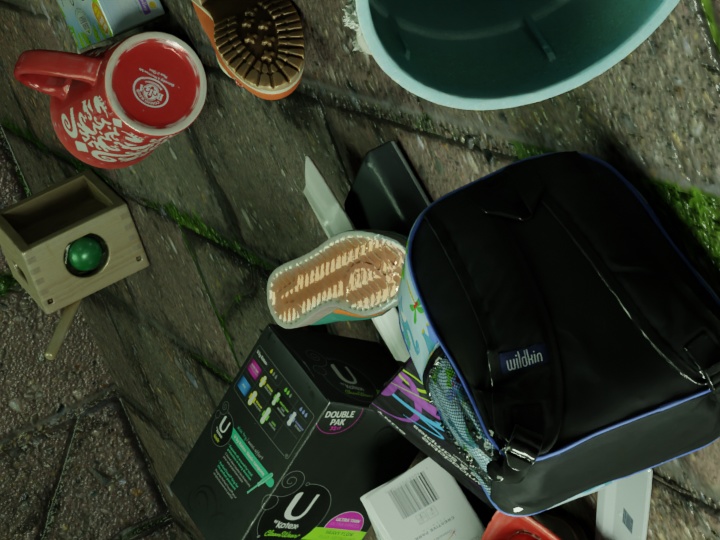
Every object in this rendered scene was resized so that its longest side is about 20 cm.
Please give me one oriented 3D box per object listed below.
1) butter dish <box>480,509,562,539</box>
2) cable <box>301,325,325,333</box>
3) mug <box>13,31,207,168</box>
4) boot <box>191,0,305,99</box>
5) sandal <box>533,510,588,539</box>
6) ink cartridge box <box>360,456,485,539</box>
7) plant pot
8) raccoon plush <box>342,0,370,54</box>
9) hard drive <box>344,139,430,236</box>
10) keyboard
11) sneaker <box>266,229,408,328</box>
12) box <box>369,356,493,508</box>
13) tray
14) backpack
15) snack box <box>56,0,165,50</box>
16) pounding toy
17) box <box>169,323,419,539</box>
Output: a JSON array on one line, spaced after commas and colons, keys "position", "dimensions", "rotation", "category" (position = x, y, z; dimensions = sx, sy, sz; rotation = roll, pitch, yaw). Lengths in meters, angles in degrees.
[{"position": [0.136, 0.318, 1.734], "dimensions": [0.200, 0.148, 0.200], "rotation": [38, 145, 16], "category": "butter dish"}, {"position": [-0.052, 0.112, 2.303], "dimensions": [0.097, 0.050, 0.200], "rotation": [57, 162, 26], "category": "cable"}, {"position": [-0.258, -0.178, 2.295], "dimensions": [0.200, 0.177, 0.134], "rotation": [173, 87, -69], "category": "mug"}, {"position": [-0.090, -0.192, 1.909], "dimensions": [0.200, 0.075, 0.107], "rotation": [-120, 10, -47], "category": "boot"}, {"position": [0.146, 0.237, 1.843], "dimensions": [0.082, 0.055, 0.200], "rotation": [67, 168, -12], "category": "sandal"}, {"position": [0.084, 0.277, 2.002], "dimensions": [0.176, 0.084, 0.200], "rotation": [59, 175, 16], "category": "ink cartridge box"}, {"position": [0.055, -0.224, 1.169], "dimensions": [0.200, 0.200, 0.196], "rotation": [80, 165, -47], "category": "plant pot"}, {"position": [0.018, -0.243, 1.502], "dimensions": [0.134, 0.097, 0.200], "rotation": [67, -159, -68], "category": "raccoon plush"}, {"position": [0.053, 0.004, 1.813], "dimensions": [0.200, 0.033, 0.140], "rotation": [60, 165, 11], "category": "hard drive"}, {"position": [0.200, 0.184, 1.673], "dimensions": [0.056, 0.011, 0.200], "rotation": [48, 159, 31], "category": "keyboard"}, {"position": [0.006, 0.003, 1.797], "dimensions": [0.200, 0.080, 0.071], "rotation": [-14, 87, 55], "category": "sneaker"}, {"position": [0.086, 0.127, 1.810], "dimensions": [0.143, 0.036, 0.200], "rotation": [40, 164, 2], "category": "box"}, {"position": [0.000, 0.000, 1.916], "dimensions": [0.200, 0.022, 0.107], "rotation": [62, 179, -32], "category": "tray"}, {"position": [0.119, 0.042, 1.379], "dimensions": [0.147, 0.183, 0.200], "rotation": [93, 153, -59], "category": "backpack"}, {"position": [-0.288, -0.327, 2.332], "dimensions": [0.169, 0.068, 0.200], "rotation": [67, 166, -9], "category": "snack box"}, {"position": [-0.392, -0.010, 2.972], "dimensions": [0.200, 0.184, 0.142], "rotation": [39, 151, 57], "category": "pounding toy"}, {"position": [-0.053, 0.170, 2.050], "dimensions": [0.124, 0.148, 0.200], "rotation": [49, 116, 40], "category": "box"}]
